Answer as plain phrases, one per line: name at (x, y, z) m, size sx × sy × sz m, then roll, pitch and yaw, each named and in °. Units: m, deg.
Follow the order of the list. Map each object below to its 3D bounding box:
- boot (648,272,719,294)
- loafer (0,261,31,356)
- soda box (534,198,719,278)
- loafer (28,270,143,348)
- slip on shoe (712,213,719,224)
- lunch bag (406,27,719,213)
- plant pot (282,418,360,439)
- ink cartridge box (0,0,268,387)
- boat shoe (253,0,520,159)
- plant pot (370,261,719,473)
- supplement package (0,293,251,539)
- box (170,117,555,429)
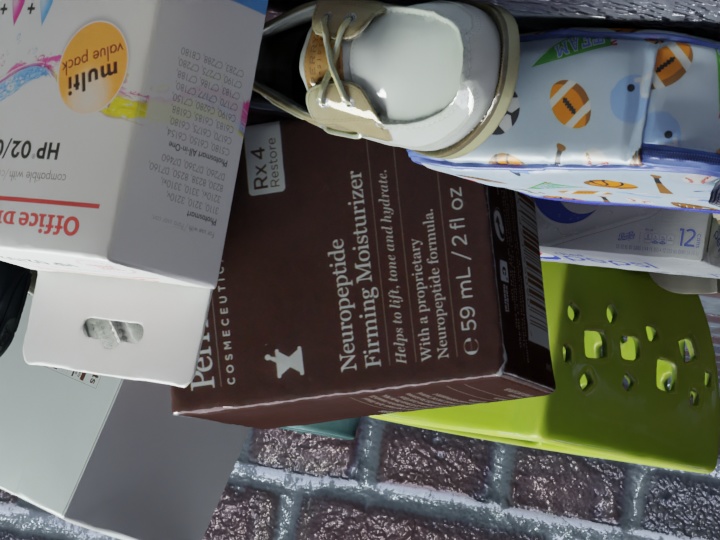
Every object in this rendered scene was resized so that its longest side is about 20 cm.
boot at (0.301, -0.009, 1.500) m, size 0.199 × 0.074 × 0.075 m, roll 11°, pitch -165°, yaw 37°
loafer at (-0.219, -0.037, 1.214) m, size 0.072 × 0.201 × 0.073 m, roll 33°, pitch 130°, yaw -29°
soda box at (0.150, -0.038, 1.392) m, size 0.199 × 0.064 × 0.068 m, roll 6°, pitch 173°, yaw 36°
loafer at (-0.172, -0.018, 1.256) m, size 0.200 × 0.070 × 0.070 m, roll 51°, pitch 166°, yaw 51°
slip on shoe at (0.290, -0.022, 1.181) m, size 0.199 × 0.061 × 0.076 m, roll 0°, pitch -174°, yaw 18°
lunch bag at (0.136, -0.068, 1.064) m, size 0.199 × 0.076 × 0.160 m, roll 7°, pitch 176°, yaw 37°
plant pot at (-0.057, 0.094, 2.505) m, size 0.199 × 0.189 × 0.200 m, roll 10°, pitch 175°, yaw 1°
ink cartridge box at (-0.113, -0.058, 0.925) m, size 0.115 × 0.201 × 0.068 m, roll 5°, pitch 173°, yaw 40°
boat shoe at (0.004, -0.093, 1.028) m, size 0.068 × 0.075 × 0.200 m, roll 6°, pitch 178°, yaw -26°
plant pot at (0.147, 0.043, 1.623) m, size 0.199 × 0.183 × 0.199 m, roll 15°, pitch 172°, yaw -40°
supplement package at (-0.196, 0.071, 1.388) m, size 0.199 × 0.148 × 0.191 m, roll 21°, pitch 174°, yaw 25°
box at (0.000, 0.000, 1.289) m, size 0.199 × 0.167 × 0.164 m, roll -8°, pitch 172°, yaw 14°
